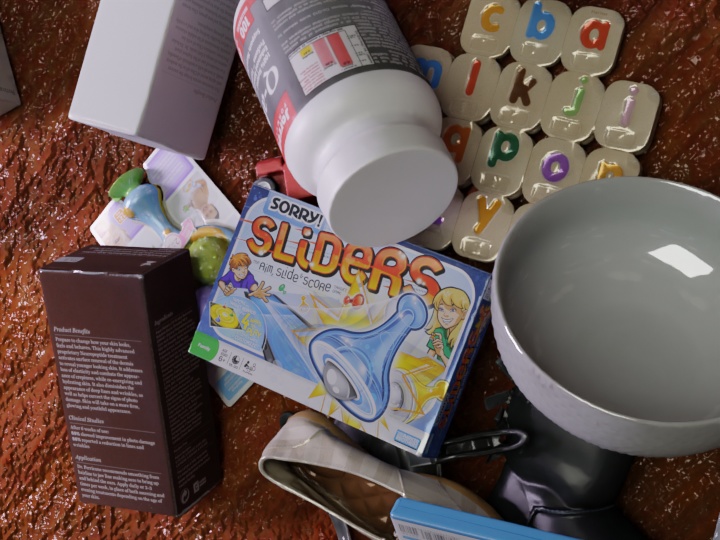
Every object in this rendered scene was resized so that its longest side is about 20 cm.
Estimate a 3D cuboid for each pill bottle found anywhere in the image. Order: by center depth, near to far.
[{"bbox_3d":[-0.010,-0.122,0.983,0.116,0.116,0.200,-40,51,21],"label":"pill bottle"}]

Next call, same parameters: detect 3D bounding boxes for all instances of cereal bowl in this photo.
[{"bbox_3d":[0.179,0.039,0.889,0.200,0.200,0.083,31,145,23],"label":"cereal bowl"}]

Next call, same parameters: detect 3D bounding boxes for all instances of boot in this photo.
[{"bbox_3d":[0.169,0.146,0.948,0.198,0.073,0.163,21,102,31],"label":"boot"}]

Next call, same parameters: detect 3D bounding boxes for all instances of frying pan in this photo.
[{"bbox_3d":[0.040,0.148,1.006,0.190,0.031,0.115,16,109,47],"label":"frying pan"}]

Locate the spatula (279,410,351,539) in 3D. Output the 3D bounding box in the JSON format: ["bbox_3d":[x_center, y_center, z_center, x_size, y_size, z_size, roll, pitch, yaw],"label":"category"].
[{"bbox_3d":[-0.018,0.200,1.069,0.056,0.021,0.201,-35,72,36],"label":"spatula"}]

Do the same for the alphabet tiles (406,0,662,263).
[{"bbox_3d":[0.110,-0.100,1.000,0.199,0.015,0.196,14,87,26],"label":"alphabet tiles"}]

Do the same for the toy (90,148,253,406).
[{"bbox_3d":[-0.138,-0.001,1.117,0.115,0.047,0.200,-46,70,19],"label":"toy"}]

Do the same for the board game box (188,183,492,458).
[{"bbox_3d":[-0.013,0.033,0.994,0.199,0.034,0.136,21,90,24],"label":"board game box"}]

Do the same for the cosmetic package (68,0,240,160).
[{"bbox_3d":[-0.146,-0.197,1.083,0.071,0.101,0.201,16,90,26],"label":"cosmetic package"}]

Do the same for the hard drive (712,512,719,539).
[{"bbox_3d":[0.319,0.109,0.895,0.139,0.033,0.201,16,96,26],"label":"hard drive"}]

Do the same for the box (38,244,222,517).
[{"bbox_3d":[-0.179,0.084,1.094,0.100,0.075,0.201,4,111,27],"label":"box"}]

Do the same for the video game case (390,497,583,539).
[{"bbox_3d":[0.106,0.233,0.934,0.143,0.018,0.200,9,137,27],"label":"video game case"}]

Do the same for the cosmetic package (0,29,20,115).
[{"bbox_3d":[-0.375,-0.228,1.208,0.071,0.105,0.201,-21,82,25],"label":"cosmetic package"}]

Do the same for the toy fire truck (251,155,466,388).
[{"bbox_3d":[0.000,0.000,1.043,0.140,0.049,0.201,-11,79,18],"label":"toy fire truck"}]

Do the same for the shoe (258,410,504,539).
[{"bbox_3d":[0.017,0.167,0.975,0.200,0.053,0.070,27,118,21],"label":"shoe"}]
